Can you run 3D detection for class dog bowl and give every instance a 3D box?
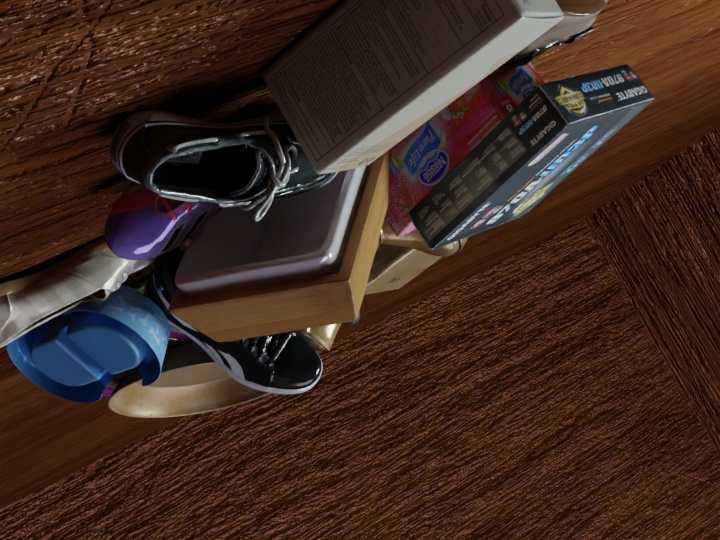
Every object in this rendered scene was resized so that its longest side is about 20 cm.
[{"bbox_3d":[-0.269,0.071,1.113,0.200,0.112,0.050,-19,-146,40],"label":"dog bowl"}]

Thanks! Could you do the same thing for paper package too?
[{"bbox_3d":[0.057,-0.058,1.486,0.190,0.104,0.200,-37,170,20],"label":"paper package"}]

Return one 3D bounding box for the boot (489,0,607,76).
[{"bbox_3d":[0.146,-0.215,0.952,0.200,0.070,0.146,-22,172,-41],"label":"boot"}]

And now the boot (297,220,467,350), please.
[{"bbox_3d":[0.000,0.000,1.187,0.200,0.175,0.066,-61,-177,-24],"label":"boot"}]

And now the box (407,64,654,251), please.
[{"bbox_3d":[0.158,-0.106,1.033,0.159,0.046,0.200,-20,162,-47],"label":"box"}]

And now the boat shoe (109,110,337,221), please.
[{"bbox_3d":[-0.083,-0.078,0.820,0.199,0.068,0.074,5,115,-45],"label":"boat shoe"}]

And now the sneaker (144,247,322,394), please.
[{"bbox_3d":[-0.118,0.051,1.075,0.073,0.200,0.112,-62,-174,-23],"label":"sneaker"}]

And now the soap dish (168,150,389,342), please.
[{"bbox_3d":[-0.058,-0.027,0.940,0.157,0.081,0.200,-10,-146,20],"label":"soap dish"}]

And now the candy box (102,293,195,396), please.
[{"bbox_3d":[-0.238,0.087,1.243,0.200,0.061,0.136,-25,156,34],"label":"candy box"}]

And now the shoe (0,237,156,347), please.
[{"bbox_3d":[-0.267,0.018,1.020,0.200,0.054,0.070,-25,172,-32],"label":"shoe"}]

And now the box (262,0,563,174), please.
[{"bbox_3d":[0.034,-0.162,0.800,0.200,0.095,0.078,-32,172,33],"label":"box"}]

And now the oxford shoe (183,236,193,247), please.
[{"bbox_3d":[-0.149,-0.042,1.034,0.071,0.072,0.200,-7,174,16],"label":"oxford shoe"}]

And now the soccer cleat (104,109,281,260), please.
[{"bbox_3d":[-0.117,-0.075,0.896,0.200,0.067,0.076,-31,-175,-20],"label":"soccer cleat"}]

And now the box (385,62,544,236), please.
[{"bbox_3d":[0.089,-0.134,1.102,0.095,0.100,0.200,-23,165,-42],"label":"box"}]

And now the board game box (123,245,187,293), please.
[{"bbox_3d":[-0.205,-0.005,1.222,0.199,0.024,0.105,-29,175,-7],"label":"board game box"}]

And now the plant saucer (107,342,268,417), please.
[{"bbox_3d":[-0.177,0.115,1.207,0.199,0.036,0.200,-11,161,-4],"label":"plant saucer"}]
